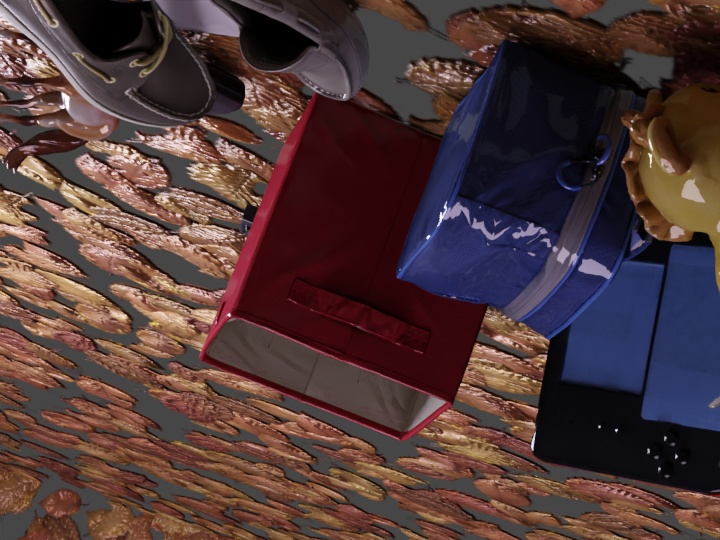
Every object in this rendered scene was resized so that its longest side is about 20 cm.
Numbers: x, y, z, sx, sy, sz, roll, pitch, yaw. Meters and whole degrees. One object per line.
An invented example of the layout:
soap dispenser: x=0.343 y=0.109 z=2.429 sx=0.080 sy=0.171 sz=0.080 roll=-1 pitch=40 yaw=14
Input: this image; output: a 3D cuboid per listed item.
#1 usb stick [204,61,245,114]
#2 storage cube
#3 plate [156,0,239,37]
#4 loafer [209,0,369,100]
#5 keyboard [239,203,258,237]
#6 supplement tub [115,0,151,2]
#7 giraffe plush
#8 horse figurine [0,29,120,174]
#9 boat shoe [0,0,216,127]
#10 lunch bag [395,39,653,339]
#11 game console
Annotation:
usb stick: x=-0.148 y=-0.143 z=1.559 sx=0.055 sy=0.033 sz=0.200 roll=11 pitch=175 yaw=31
storage cube: x=0.000 y=0.000 z=1.657 sx=0.171 sy=0.180 sz=0.200 roll=22 pitch=165 yaw=-5
plate: x=-0.189 y=-0.216 z=1.442 sx=0.200 sy=0.032 sz=0.200 roll=11 pitch=163 yaw=30
loafer: x=-0.049 y=-0.151 z=1.413 sx=0.070 sy=0.070 sz=0.200 roll=12 pitch=162 yaw=27
keyboard: x=-0.005 y=-0.010 z=1.922 sx=0.200 sy=0.021 sz=0.127 roll=20 pitch=164 yaw=-1
supplement tub: x=-0.097 y=-0.207 z=1.192 sx=0.123 sy=0.123 sz=0.200 roll=29 pitch=162 yaw=-29
giraffe plush: x=0.227 y=-0.046 z=1.311 sx=0.162 sy=0.200 sz=0.173 roll=52 pitch=163 yaw=-5
horse figurine: x=-0.222 y=-0.131 z=1.713 sx=0.133 sy=0.050 sz=0.200 roll=5 pitch=158 yaw=-10
boat shoe: x=-0.157 y=-0.149 z=1.436 sx=0.060 sy=0.072 sz=0.202 roll=10 pitch=159 yaw=47
lunch bag: x=0.116 y=-0.047 z=1.434 sx=0.132 sy=0.136 sz=0.200 roll=21 pitch=163 yaw=-5
game console: x=0.201 y=0.041 z=1.515 sx=0.177 sy=0.200 sz=0.031 roll=8 pitch=175 yaw=36
